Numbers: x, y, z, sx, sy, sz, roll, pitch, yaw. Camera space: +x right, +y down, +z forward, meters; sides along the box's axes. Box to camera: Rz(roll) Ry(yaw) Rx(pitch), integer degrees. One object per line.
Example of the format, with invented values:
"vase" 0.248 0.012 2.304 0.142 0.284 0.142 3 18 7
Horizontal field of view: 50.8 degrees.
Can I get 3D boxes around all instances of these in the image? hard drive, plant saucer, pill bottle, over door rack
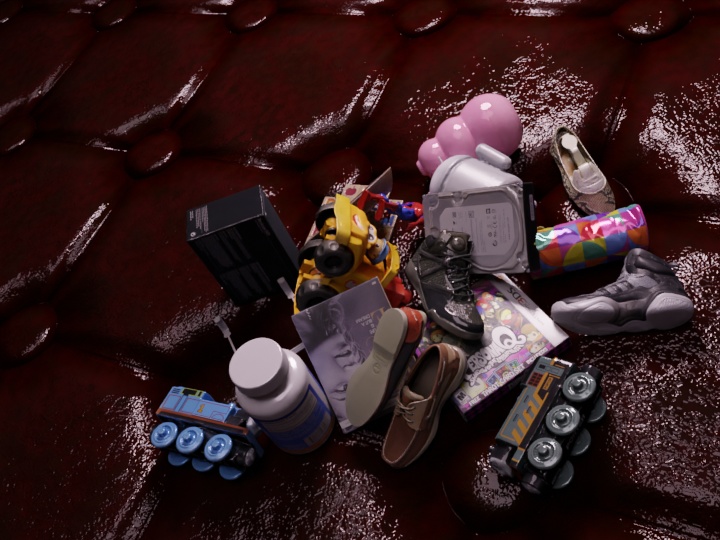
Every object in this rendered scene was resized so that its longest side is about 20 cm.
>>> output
"hard drive" 0.189 -0.063 1.218 0.200 0.038 0.140 -1 96 46
"plant saucer" -0.012 -0.105 1.348 0.200 0.200 0.034 -43 94 -13
"pill bottle" -0.119 0.186 1.135 0.112 0.200 0.112 -11 51 14
"over door rack" -0.147 0.118 1.289 0.148 0.067 0.200 -32 43 -6

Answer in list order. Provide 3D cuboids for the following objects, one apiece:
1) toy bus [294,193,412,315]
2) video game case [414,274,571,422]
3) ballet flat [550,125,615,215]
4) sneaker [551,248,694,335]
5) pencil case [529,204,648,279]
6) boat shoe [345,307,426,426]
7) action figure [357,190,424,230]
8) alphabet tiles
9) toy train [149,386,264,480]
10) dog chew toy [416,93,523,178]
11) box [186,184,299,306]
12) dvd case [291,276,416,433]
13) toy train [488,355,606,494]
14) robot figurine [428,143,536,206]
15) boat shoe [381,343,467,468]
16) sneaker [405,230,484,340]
"toy bus" 0.000 0.000 1.234 0.192 0.200 0.136 16 37 -12
"video game case" 0.191 0.110 1.179 0.200 0.036 0.181 -34 48 -5
"ballet flat" 0.374 -0.176 1.298 0.068 0.075 0.200 -20 50 5
"sneaker" 0.386 0.032 1.140 0.199 0.076 0.114 -3 53 12
"pencil case" 0.352 -0.047 1.205 0.199 0.088 0.089 -11 51 10
"boat shoe" 0.038 0.145 1.129 0.071 0.062 0.200 35 110 38
"action figure" 0.073 -0.097 1.295 0.065 0.200 0.052 27 105 34
"alphabet tiles" -0.014 -0.084 1.426 0.166 0.006 0.200 5 57 25
"toy train" -0.242 0.256 1.207 0.200 0.087 0.114 5 51 27
"dog chew toy" 0.195 -0.236 1.391 0.200 0.125 0.125 -30 49 9
"box" -0.198 -0.039 1.337 0.141 0.200 0.079 -16 50 8
"dvd case" 0.000 0.131 1.172 0.148 0.016 0.200 -25 89 2
"toy train" 0.259 0.210 1.053 0.114 0.085 0.200 15 62 44
"robot figurine" 0.201 -0.129 1.303 0.200 0.113 0.170 31 105 35
"boat shoe" 0.080 0.193 1.110 0.076 0.072 0.200 23 85 42
"sneaker" 0.142 0.013 1.175 0.076 0.114 0.200 6 36 -27
